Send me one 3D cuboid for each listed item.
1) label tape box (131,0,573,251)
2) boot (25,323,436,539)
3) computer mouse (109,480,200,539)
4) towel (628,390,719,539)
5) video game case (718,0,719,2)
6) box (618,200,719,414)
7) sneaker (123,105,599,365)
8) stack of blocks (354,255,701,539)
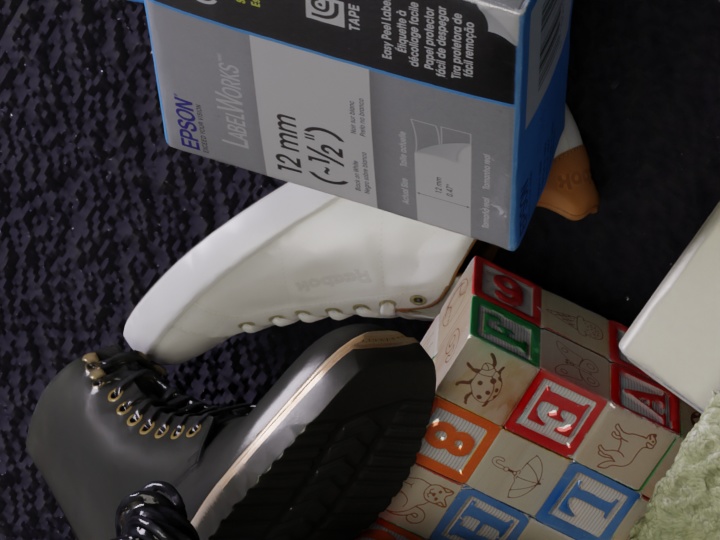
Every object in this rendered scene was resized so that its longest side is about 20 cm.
[{"bbox_3d":[-0.030,-0.093,0.927,0.200,0.066,0.143,15,151,11],"label":"label tape box"},{"bbox_3d":[-0.062,0.056,0.998,0.200,0.077,0.138,-53,52,32],"label":"boot"},{"bbox_3d":[-0.005,0.128,0.946,0.200,0.044,0.110,10,133,-24],"label":"computer mouse"},{"bbox_3d":[0.145,0.149,0.948,0.148,0.036,0.200,28,118,16],"label":"towel"},{"bbox_3d":[0.177,-0.172,0.904,0.019,0.143,0.200,20,112,-31],"label":"video game case"},{"bbox_3d":[0.183,-0.036,0.947,0.078,0.095,0.200,36,113,8],"label":"box"},{"bbox_3d":[0.000,0.000,1.033,0.200,0.073,0.085,-31,87,22],"label":"sneaker"},{"bbox_3d":[0.045,0.107,1.027,0.115,0.059,0.200,26,118,-10],"label":"stack of blocks"}]
